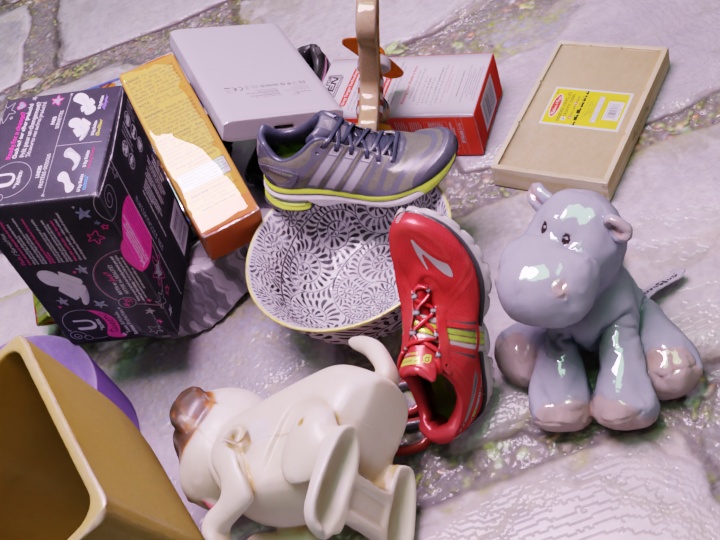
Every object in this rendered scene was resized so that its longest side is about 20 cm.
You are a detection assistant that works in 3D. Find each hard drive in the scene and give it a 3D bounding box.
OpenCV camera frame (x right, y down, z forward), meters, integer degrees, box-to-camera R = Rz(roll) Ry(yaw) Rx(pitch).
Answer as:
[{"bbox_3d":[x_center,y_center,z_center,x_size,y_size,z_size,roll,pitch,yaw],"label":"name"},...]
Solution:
[{"bbox_3d":[-0.117,-0.209,0.971,0.130,0.026,0.201,-10,43,-23],"label":"hard drive"}]

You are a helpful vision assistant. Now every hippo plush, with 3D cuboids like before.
[{"bbox_3d":[0.191,0.019,0.708,0.200,0.161,0.159,-44,49,-16],"label":"hippo plush"}]

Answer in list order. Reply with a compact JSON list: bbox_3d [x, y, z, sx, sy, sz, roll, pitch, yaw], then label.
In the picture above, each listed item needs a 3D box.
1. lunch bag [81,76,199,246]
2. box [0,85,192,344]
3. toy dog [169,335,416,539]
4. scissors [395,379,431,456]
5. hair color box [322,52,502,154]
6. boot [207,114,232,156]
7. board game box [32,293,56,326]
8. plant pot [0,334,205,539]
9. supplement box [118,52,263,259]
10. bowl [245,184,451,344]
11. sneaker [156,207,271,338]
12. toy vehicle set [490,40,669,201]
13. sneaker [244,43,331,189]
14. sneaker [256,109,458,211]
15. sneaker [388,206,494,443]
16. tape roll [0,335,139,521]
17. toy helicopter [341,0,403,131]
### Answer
[{"bbox_3d":[-0.226,-0.116,0.975,0.159,0.076,0.202,-19,78,-1],"label":"lunch bag"},{"bbox_3d":[-0.240,-0.045,0.809,0.113,0.201,0.133,-5,53,7],"label":"box"},{"bbox_3d":[-0.069,0.142,0.725,0.198,0.139,0.196,-6,67,33],"label":"toy dog"},{"bbox_3d":[-0.029,0.136,0.804,0.198,0.014,0.074,-7,52,15],"label":"scissors"},{"bbox_3d":[0.050,-0.186,1.009,0.198,0.061,0.102,5,55,25],"label":"hair color box"},{"bbox_3d":[-0.253,-0.106,1.057,0.156,0.080,0.213,5,56,23],"label":"boot"},{"bbox_3d":[-0.328,-0.048,0.955,0.047,0.101,0.203,-6,84,-26],"label":"board game box"},{"bbox_3d":[-0.223,0.210,0.685,0.196,0.200,0.194,-47,49,1],"label":"plant pot"},{"bbox_3d":[-0.169,-0.116,0.896,0.068,0.067,0.201,-29,74,-10],"label":"supplement box"},{"bbox_3d":[0.000,0.000,0.851,0.198,0.095,0.202,-12,49,14],"label":"bowl"},{"bbox_3d":[-0.156,0.001,0.946,0.199,0.075,0.082,-29,31,-10],"label":"sneaker"},{"bbox_3d":[0.231,-0.161,0.935,0.123,0.027,0.201,13,58,31],"label":"toy vehicle set"},{"bbox_3d":[-0.088,-0.184,1.047,0.079,0.087,0.201,3,54,27],"label":"sneaker"},{"bbox_3d":[-0.009,-0.106,0.824,0.198,0.081,0.075,-7,49,17],"label":"sneaker"},{"bbox_3d":[0.061,0.049,0.709,0.076,0.202,0.085,0,27,34],"label":"sneaker"},{"bbox_3d":[-0.318,0.168,0.852,0.198,0.085,0.202,-12,48,13],"label":"tape roll"},{"bbox_3d":[0.013,-0.191,0.875,0.078,0.201,0.133,4,55,6],"label":"toy helicopter"}]
